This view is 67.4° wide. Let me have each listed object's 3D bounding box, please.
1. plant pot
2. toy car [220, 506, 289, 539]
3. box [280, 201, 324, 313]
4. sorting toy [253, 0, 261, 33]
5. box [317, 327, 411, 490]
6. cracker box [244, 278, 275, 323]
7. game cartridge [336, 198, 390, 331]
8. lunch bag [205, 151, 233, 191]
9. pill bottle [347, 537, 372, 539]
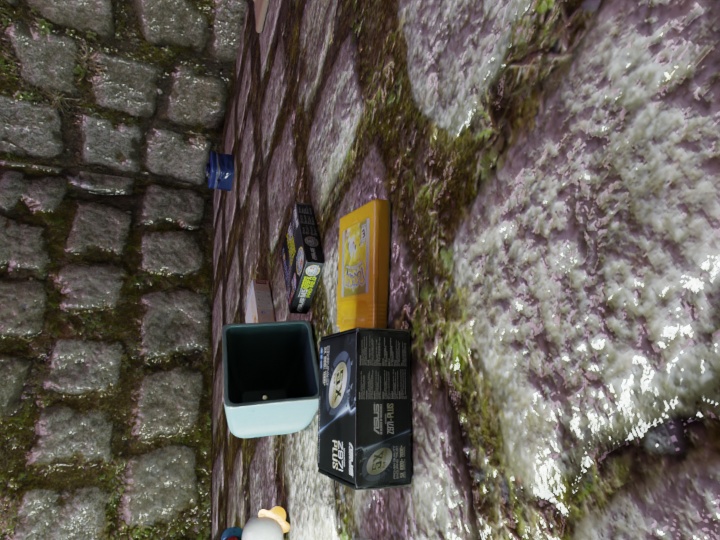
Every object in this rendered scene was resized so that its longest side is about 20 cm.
[{"bbox_3d":[-0.200,0.252,1.163,0.203,0.190,0.199,105,157,-44],"label":"plant pot"},{"bbox_3d":[-0.220,0.633,1.226,0.202,0.175,0.184,-53,12,4],"label":"toy car"},{"bbox_3d":[-0.137,-0.030,1.243,0.203,0.043,0.162,-106,29,-42],"label":"box"},{"bbox_3d":[-0.388,-1.084,2.144,0.186,0.035,0.205,125,139,-53],"label":"sorting toy"},{"bbox_3d":[0.001,0.194,0.779,0.163,0.084,0.207,155,118,-65],"label":"box"},{"bbox_3d":[-0.301,0.144,1.612,0.202,0.056,0.136,-111,34,-47],"label":"cracker box"},{"bbox_3d":[0.000,0.000,0.898,0.176,0.031,0.207,165,110,-68],"label":"game cartridge"},{"bbox_3d":[-0.712,-0.496,2.716,0.203,0.128,0.138,-109,31,-46],"label":"lunch bag"},{"bbox_3d":[-0.027,0.458,0.760,0.202,0.109,0.115,120,148,-48],"label":"pill bottle"}]
